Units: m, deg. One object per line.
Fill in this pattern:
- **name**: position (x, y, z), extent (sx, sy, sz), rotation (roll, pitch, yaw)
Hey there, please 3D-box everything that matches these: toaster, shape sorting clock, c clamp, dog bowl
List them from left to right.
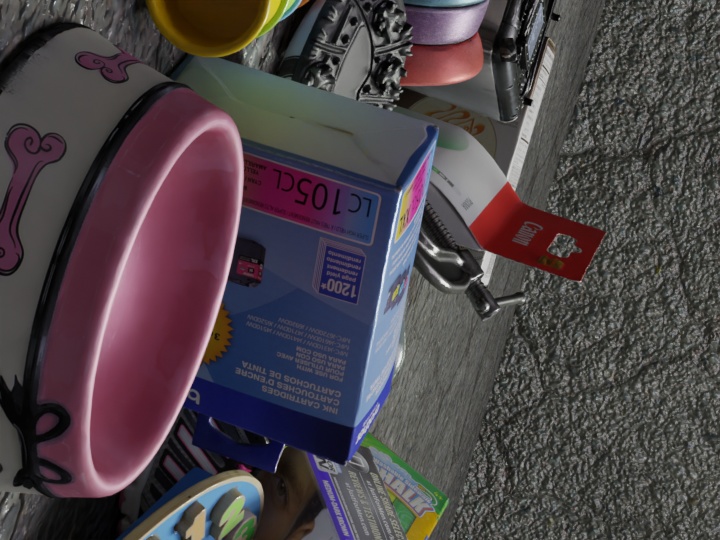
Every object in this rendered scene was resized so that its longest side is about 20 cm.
- **dog bowl**: position (-0.111, 0.004, 0.761), extent (0.200, 0.074, 0.201), rotation (18, 90, -80)
- **shape sorting clock**: position (-0.120, 0.189, 0.983), extent (0.200, 0.039, 0.200), rotation (-43, 155, -25)
- **c clamp**: position (0.023, -0.048, 1.142), extent (0.027, 0.200, 0.171), rotation (-36, 175, 16)
- **toaster**: position (0.086, -0.220, 1.316), extent (0.200, 0.118, 0.182), rotation (56, 51, -78)

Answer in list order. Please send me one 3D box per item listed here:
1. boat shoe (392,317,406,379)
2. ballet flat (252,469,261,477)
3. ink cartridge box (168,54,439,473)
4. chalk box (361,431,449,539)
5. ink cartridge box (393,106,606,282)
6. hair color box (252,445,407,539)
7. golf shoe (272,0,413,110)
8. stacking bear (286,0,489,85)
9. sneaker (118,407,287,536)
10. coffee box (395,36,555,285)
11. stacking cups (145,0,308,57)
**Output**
- **boat shoe**: position (0.000, 0.000, 1.088), extent (0.073, 0.062, 0.200), rotation (-53, -146, 23)
- **ballet flat**: position (-0.055, 0.040, 1.169), extent (0.073, 0.073, 0.201), rotation (83, 20, -67)
- **ink cartridge box**: position (-0.046, 0.008, 0.934), extent (0.076, 0.136, 0.201), rotation (-56, 160, -52)
- **chalk box**: position (-0.029, 0.179, 1.257), extent (0.124, 0.124, 0.200), rotation (-54, 178, 24)
- **ink cartridge box**: position (0.074, -0.060, 1.285), extent (0.161, 0.199, 0.050), rotation (-45, 150, -70)
- **hair color box**: position (-0.056, 0.203, 1.089), extent (0.200, 0.065, 0.109), rotation (-52, -142, 22)
- **golf shoe**: position (-0.036, -0.085, 1.000), extent (0.078, 0.094, 0.201), rotation (-7, 128, -38)
- **stacking bear**: position (0.032, -0.221, 1.083), extent (0.121, 0.113, 0.201), rotation (-53, 154, -62)
- **sneaker**: position (-0.078, 0.100, 1.050), extent (0.074, 0.087, 0.201), rotation (-38, 144, -73)
- **coffee box**: position (0.072, -0.099, 1.463), extent (0.080, 0.114, 0.201), rotation (3, 103, -79)
- **stacking cups**: position (-0.048, -0.146, 0.908), extent (0.200, 0.060, 0.061), rotation (-47, 153, -73)
